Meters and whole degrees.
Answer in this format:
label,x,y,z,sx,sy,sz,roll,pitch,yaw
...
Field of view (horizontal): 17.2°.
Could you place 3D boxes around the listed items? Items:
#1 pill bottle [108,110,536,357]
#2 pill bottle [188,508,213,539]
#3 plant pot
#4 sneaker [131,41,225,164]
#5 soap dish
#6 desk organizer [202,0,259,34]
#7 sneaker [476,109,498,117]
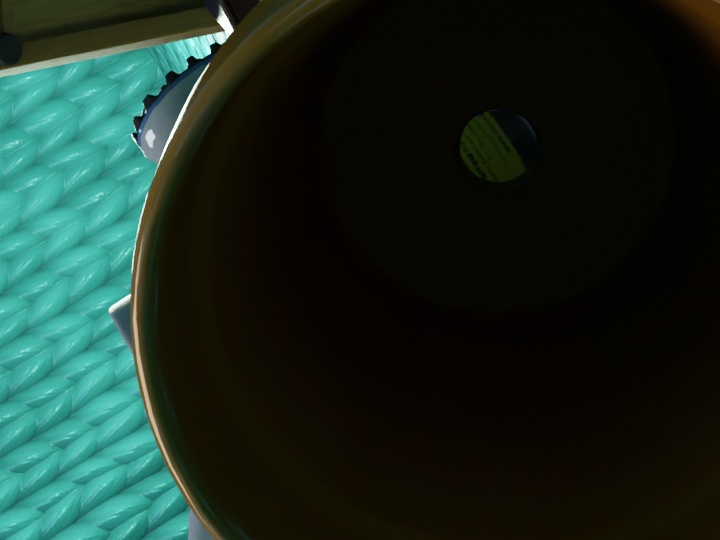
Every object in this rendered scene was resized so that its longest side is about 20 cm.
label,x,y,z,sx,sy,sz,roll,pitch,yaw
pill bottle,0.000,0.000,0.994,0.113,0.199,0.112,57,175,7
pill bottle,0.011,0.133,1.238,0.199,0.114,0.115,6,-135,-56
plant pot,0.043,-0.016,0.678,0.201,0.199,0.183,60,-169,-16
sneaker,-0.011,-0.058,1.058,0.199,0.072,0.073,2,-139,-41
soap dish,-0.145,-0.183,1.221,0.081,0.199,0.159,17,116,50
desk organizer,-0.076,-0.215,1.155,0.201,0.077,0.072,62,174,-31
sneaker,0.019,-0.120,0.834,0.200,0.077,0.086,51,167,55
